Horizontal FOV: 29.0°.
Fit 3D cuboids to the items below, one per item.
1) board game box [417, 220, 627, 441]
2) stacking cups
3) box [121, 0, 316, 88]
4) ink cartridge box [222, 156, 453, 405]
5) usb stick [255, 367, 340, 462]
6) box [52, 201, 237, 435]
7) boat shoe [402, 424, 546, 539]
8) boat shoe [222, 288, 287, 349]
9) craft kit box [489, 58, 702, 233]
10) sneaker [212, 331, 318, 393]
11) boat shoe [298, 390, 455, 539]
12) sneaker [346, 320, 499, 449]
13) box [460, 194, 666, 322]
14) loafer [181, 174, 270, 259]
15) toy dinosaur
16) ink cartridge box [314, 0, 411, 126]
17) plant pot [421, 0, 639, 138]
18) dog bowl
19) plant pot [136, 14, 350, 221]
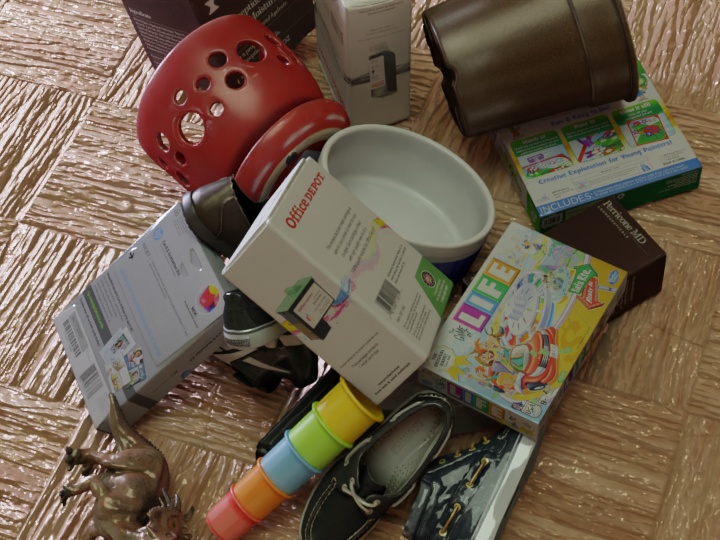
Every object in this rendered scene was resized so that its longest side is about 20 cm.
[{"bbox_3d":[0.162,0.056,1.386,0.133,0.034,0.201,24,60,20],"label":"board game box"},{"bbox_3d":[-0.066,0.189,1.343,0.200,0.060,0.061,-45,57,8],"label":"stacking cups"},{"bbox_3d":[-0.182,-0.348,1.680,0.163,0.201,0.166,24,59,39],"label":"box"},{"bbox_3d":[-0.019,0.007,1.347,0.200,0.084,0.145,41,31,-9],"label":"ink cartridge box"},{"bbox_3d":[-0.032,0.127,1.431,0.033,0.056,0.200,39,66,16],"label":"usb stick"},{"bbox_3d":[-0.222,0.050,1.458,0.200,0.041,0.157,-42,54,15],"label":"box"},{"bbox_3d":[0.117,0.190,1.360,0.090,0.071,0.201,21,61,15],"label":"boat shoe"},{"bbox_3d":[-0.076,0.018,1.399,0.068,0.057,0.200,0,19,25],"label":"boat shoe"},{"bbox_3d":[0.261,-0.150,1.608,0.198,0.049,0.199,-16,57,-6],"label":"craft kit box"},{"bbox_3d":[-0.120,0.085,1.463,0.198,0.091,0.066,4,23,37],"label":"sneaker"},{"bbox_3d":[0.016,0.198,1.337,0.200,0.060,0.074,-43,90,-1],"label":"boat shoe"},{"bbox_3d":[0.046,0.114,1.429,0.198,0.074,0.116,-7,50,-9],"label":"sneaker"},{"bbox_3d":[0.215,0.016,1.476,0.199,0.075,0.100,-28,57,-16],"label":"box"},{"bbox_3d":[-0.100,-0.032,1.472,0.071,0.200,0.074,-33,48,22],"label":"loafer"},{"bbox_3d":[-0.219,0.219,1.371,0.134,0.086,0.201,-4,50,4],"label":"toy dinosaur"},{"bbox_3d":[0.001,-0.285,1.634,0.084,0.201,0.147,-14,54,-11],"label":"ink cartridge box"},{"bbox_3d":[0.182,-0.252,1.557,0.196,0.201,0.202,-19,54,1],"label":"plant pot"},{"bbox_3d":[0.040,-0.065,1.497,0.198,0.079,0.201,15,39,-13],"label":"dog bowl"},{"bbox_3d":[-0.121,-0.155,1.562,0.200,0.201,0.182,-40,68,-21],"label":"plant pot"}]
